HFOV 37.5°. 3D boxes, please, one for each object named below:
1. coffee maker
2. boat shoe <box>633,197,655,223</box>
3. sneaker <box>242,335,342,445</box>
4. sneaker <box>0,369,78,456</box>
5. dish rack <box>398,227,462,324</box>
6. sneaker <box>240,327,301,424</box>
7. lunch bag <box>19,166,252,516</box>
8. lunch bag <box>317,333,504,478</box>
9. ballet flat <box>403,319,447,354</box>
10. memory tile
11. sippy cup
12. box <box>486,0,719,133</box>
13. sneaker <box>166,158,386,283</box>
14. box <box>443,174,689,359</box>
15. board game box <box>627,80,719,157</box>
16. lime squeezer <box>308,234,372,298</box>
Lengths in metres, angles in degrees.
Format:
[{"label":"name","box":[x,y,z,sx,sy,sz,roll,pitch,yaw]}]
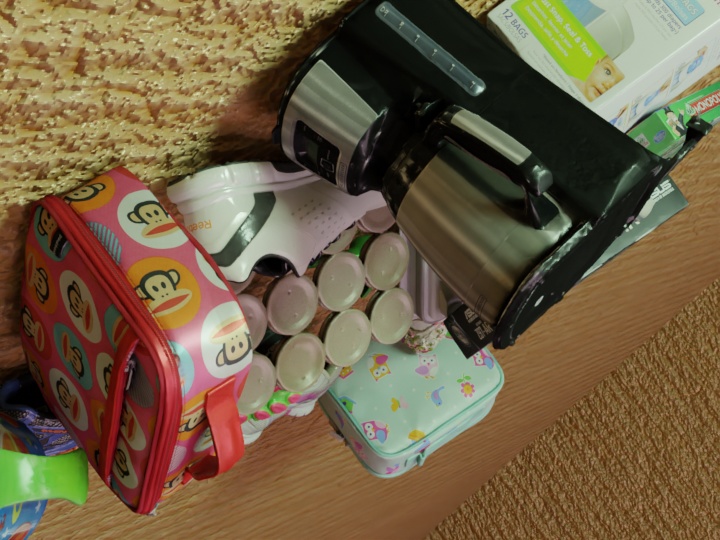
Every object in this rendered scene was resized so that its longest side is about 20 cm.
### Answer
[{"label":"coffee maker","box":[0.075,-0.081,0.663,0.192,0.200,0.135,-32,159,-42]},{"label":"boat shoe","box":[0.112,-0.066,0.764,0.070,0.200,0.072,23,95,-59]},{"label":"sneaker","box":[-0.083,0.099,1.012,0.088,0.081,0.200,-47,167,24]},{"label":"sneaker","box":[-0.182,0.079,0.787,0.199,0.075,0.079,-30,157,-24]},{"label":"dish rack","box":[0.112,-0.042,0.976,0.171,0.044,0.201,-28,139,-24]},{"label":"sneaker","box":[-0.144,0.096,0.888,0.198,0.084,0.077,-13,141,-13]},{"label":"lunch bag","box":[-0.134,0.056,0.650,0.082,0.176,0.201,-28,156,-33]},{"label":"lunch bag","box":[0.053,0.133,1.192,0.199,0.161,0.077,-29,160,-24]},{"label":"ballet flat","box":[0.081,0.009,1.108,0.064,0.076,0.201,-4,134,-42]},{"label":"memory tile","box":[-0.038,0.017,0.846,0.199,0.017,0.155,-23,116,-34]},{"label":"sippy cup","box":[-0.266,0.135,0.667,0.140,0.177,0.130,-58,164,-3]},{"label":"box","box":[0.205,-0.187,0.788,0.199,0.113,0.101,-35,163,-1]},{"label":"sneaker","box":[-0.044,-0.036,0.728,0.199,0.081,0.073,-14,178,-44]},{"label":"box","box":[0.170,-0.002,0.918,0.159,0.044,0.200,-32,172,-20]},{"label":"board game box","box":[0.216,-0.081,0.902,0.134,0.029,0.200,-26,168,-45]},{"label":"lime squeezer","box":[0.000,0.000,0.979,0.071,0.038,0.200,-40,162,10]}]
